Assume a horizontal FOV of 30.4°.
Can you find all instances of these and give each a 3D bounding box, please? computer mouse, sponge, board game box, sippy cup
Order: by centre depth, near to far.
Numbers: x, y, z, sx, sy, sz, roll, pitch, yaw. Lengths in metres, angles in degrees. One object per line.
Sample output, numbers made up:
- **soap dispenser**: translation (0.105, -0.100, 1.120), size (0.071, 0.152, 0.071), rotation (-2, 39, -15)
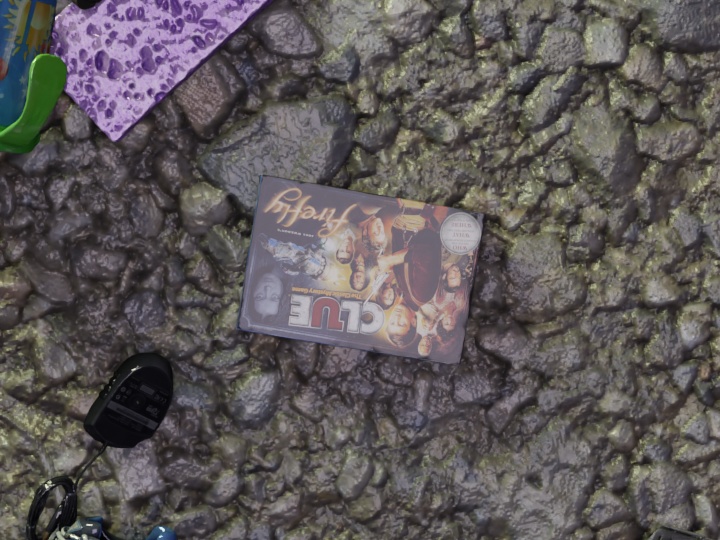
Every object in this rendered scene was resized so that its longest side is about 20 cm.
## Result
- **sippy cup**: translation (-0.305, -0.178, 1.052), size (0.177, 0.140, 0.131), rotation (22, 100, 1)
- **sponge**: translation (-0.174, -0.216, 1.127), size (0.200, 0.030, 0.112), rotation (-43, 95, -2)
- **computer mouse**: translation (-0.227, 0.154, 1.140), size (0.058, 0.034, 0.201), rotation (34, 93, -31)
- **board game box**: translation (0.000, 0.000, 1.152), size (0.198, 0.035, 0.137), rotation (9, 92, -6)

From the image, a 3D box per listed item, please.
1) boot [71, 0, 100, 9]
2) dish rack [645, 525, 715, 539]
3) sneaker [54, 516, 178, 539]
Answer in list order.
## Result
- **boot**: translation (-0.251, -0.338, 1.089), size (0.200, 0.073, 0.182), rotation (43, 86, 9)
- **dish rack**: translation (0.333, 0.318, 1.190), size (0.199, 0.055, 0.155), rotation (17, 90, -6)
- **sneaker**: translation (-0.245, 0.247, 1.115), size (0.198, 0.077, 0.086), rotation (0, 101, -15)
